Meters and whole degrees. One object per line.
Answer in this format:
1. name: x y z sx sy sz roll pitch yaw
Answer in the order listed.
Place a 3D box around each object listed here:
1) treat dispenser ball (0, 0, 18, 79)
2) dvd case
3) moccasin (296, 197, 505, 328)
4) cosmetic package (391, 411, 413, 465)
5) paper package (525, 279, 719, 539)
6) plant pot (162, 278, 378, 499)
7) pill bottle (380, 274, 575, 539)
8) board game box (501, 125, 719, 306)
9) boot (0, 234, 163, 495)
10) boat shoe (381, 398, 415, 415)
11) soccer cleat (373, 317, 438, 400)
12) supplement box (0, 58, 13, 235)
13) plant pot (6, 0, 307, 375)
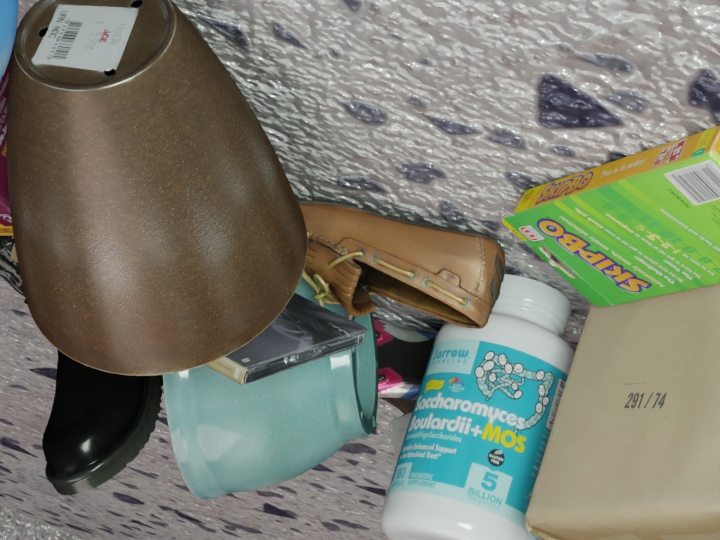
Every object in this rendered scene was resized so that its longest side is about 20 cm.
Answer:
1. treat dispenser ball: -0.278 -0.143 0.847 0.200 0.202 0.201 17 160 6
2. dvd case: -0.113 0.015 1.107 0.199 0.016 0.148 25 -160 26
3. moccasin: 0.000 0.001 1.152 0.200 0.078 0.074 14 161 14
4. cosmetic package: 0.136 0.146 1.295 0.199 0.085 0.108 1 167 -24
5. paper package: 0.217 0.086 1.012 0.103 0.192 0.200 29 158 -23
6. plant pot: -0.059 0.069 1.250 0.133 0.201 0.200 -4 156 9
7. pill bottle: 0.092 0.107 1.168 0.110 0.201 0.111 16 159 6
8. board game box: 0.174 -0.026 0.979 0.095 0.030 0.200 41 151 -19
9. boot: -0.210 0.040 1.169 0.079 0.212 0.158 -20 123 24
10. boat shoe: 0.074 0.126 1.420 0.199 0.073 0.072 20 160 -4
11. soccer cleat: 0.040 0.082 1.341 0.199 0.070 0.086 7 161 33
12. supplement box: -0.293 -0.111 1.090 0.130 0.104 0.200 1 153 42
13. plant pot: -0.137 -0.070 0.984 0.186 0.188 0.201 12 145 17
